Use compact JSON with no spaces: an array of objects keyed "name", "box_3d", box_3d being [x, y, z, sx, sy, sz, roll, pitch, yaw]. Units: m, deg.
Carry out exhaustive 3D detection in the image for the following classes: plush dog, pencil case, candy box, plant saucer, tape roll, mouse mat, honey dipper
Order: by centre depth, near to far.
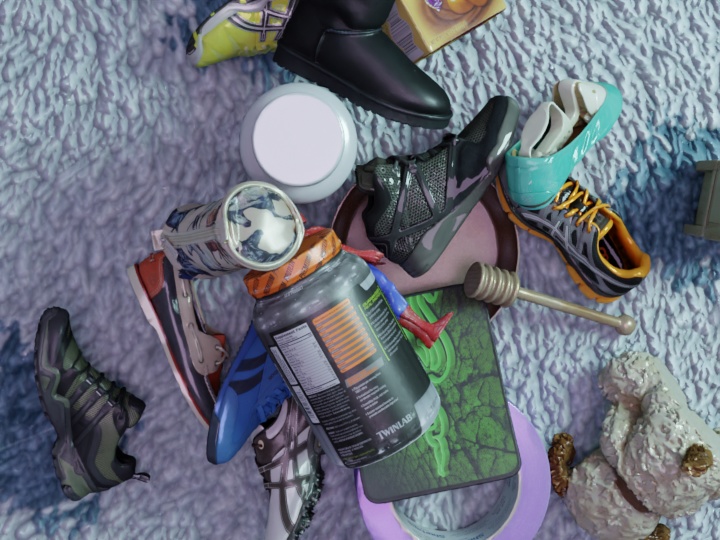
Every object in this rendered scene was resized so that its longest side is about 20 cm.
[{"name":"pencil case","box_3d":[-0.123,-0.033,1.066,0.089,0.200,0.078,-17,94,-25]},{"name":"candy box","box_3d":[0.045,-0.314,1.136,0.116,0.056,0.201,-35,96,-31]},{"name":"mouse mat","box_3d":[0.064,0.120,1.155,0.160,0.008,0.202,-11,76,-1]},{"name":"plush dog","box_3d":[0.287,0.212,1.181,0.200,0.161,0.172,42,114,-6]},{"name":"honey dipper","box_3d":[0.198,0.035,1.186,0.199,0.038,0.038,17,93,-23]},{"name":"plant saucer","box_3d":[0.064,-0.020,1.194,0.198,0.034,0.202,0,95,-4]},{"name":"tape roll","box_3d":[0.093,0.213,1.198,0.198,0.066,0.202,0,94,-2]}]

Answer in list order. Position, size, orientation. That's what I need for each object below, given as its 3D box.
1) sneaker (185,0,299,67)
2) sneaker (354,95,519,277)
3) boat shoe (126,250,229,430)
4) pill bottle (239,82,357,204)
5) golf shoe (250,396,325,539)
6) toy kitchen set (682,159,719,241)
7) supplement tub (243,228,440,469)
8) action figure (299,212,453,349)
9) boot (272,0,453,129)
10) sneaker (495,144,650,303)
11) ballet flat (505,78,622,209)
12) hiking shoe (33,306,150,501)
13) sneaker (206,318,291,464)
[{"name":"sneaker","box_3d":[-0.078,-0.244,1.149,0.199,0.075,0.077,-25,94,0]},{"name":"sneaker","box_3d":[0.069,-0.103,1.134,0.114,0.076,0.200,35,97,-11]},{"name":"boat shoe","box_3d":[-0.168,0.073,1.173,0.062,0.071,0.201,-25,91,-4]},{"name":"pill bottle","box_3d":[-0.059,-0.119,1.096,0.110,0.200,0.112,0,93,-4]},{"name":"golf shoe","box_3d":[-0.078,0.202,1.189,0.094,0.078,0.201,19,85,3]},{"name":"toy kitchen set","box_3d":[0.436,-0.011,1.142,0.198,0.180,0.165,10,95,0]},{"name":"supplement tub","box_3d":[-0.020,0.070,1.073,0.122,0.123,0.201,-28,100,-1]},{"name":"action figure","box_3d":[0.000,0.000,1.141,0.199,0.065,0.052,33,81,3]},{"name":"boot","box_3d":[0.017,-0.238,1.070,0.197,0.073,0.163,26,114,11]},{"name":"sneaker","box_3d":[0.218,-0.055,1.169,0.200,0.077,0.078,44,67,-10]},{"name":"ballet flat","box_3d":[0.201,-0.144,1.129,0.200,0.067,0.071,-51,138,-33]},{"name":"hiking shoe","box_3d":[-0.271,0.128,1.174,0.100,0.076,0.202,-11,104,-11]},{"name":"sneaker","box_3d":[-0.088,0.105,1.141,0.078,0.066,0.201,21,62,6]}]
